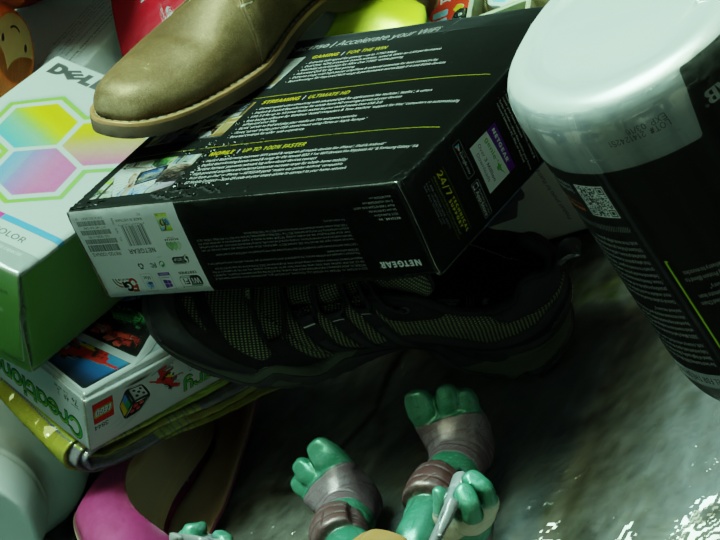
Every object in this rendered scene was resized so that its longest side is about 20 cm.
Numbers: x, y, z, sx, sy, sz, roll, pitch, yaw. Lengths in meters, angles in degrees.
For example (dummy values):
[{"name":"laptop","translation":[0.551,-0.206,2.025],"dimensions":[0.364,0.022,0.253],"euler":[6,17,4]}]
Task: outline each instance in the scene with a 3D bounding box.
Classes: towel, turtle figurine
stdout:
[{"name":"towel","translation":[-0.131,0.023,1.470],"dimensions":[0.143,0.023,0.200],"euler":[-26,43,-27]},{"name":"turtle figurine","translation":[-0.002,0.124,1.260],"dimensions":[0.149,0.101,0.200],"euler":[-10,20,15]}]

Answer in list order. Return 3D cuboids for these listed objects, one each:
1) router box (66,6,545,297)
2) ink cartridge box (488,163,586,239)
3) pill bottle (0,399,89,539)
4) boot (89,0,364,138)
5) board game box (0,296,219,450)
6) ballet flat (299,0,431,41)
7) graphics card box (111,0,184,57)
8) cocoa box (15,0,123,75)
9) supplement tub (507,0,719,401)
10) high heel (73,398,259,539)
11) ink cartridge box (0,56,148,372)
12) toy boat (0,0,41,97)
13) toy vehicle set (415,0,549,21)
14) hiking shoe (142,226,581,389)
[{"name":"router box","translation":[-0.011,-0.052,1.326],"dimensions":[0.199,0.051,0.149],"euler":[-4,31,41]},{"name":"ink cartridge box","translation":[0.064,-0.082,1.502],"dimensions":[0.199,0.084,0.145],"euler":[-17,35,31]},{"name":"pill bottle","translation":[-0.185,0.068,1.524],"dimensions":[0.111,0.111,0.201],"euler":[-23,32,22]},{"name":"boot","translation":[-0.059,-0.133,1.382],"dimensions":[0.073,0.076,0.200],"euler":[16,46,38]},{"name":"board game box","translation":[-0.140,0.001,1.451],"dimensions":[0.126,0.035,0.200],"euler":[-28,44,-29]},{"name":"ballet flat","translation":[-0.042,-0.104,1.473],"dimensions":[0.200,0.067,0.067],"euler":[-15,44,58]},{"name":"graphics card box","translation":[-0.019,-0.158,1.588],"dimensions":[0.199,0.051,0.125],"euler":[-6,-16,-32]},{"name":"cocoa box","translation":[-0.121,-0.102,1.682],"dimensions":[0.133,0.131,0.200],"euler":[4,48,52]},{"name":"supplement tub","translation":[0.155,-0.030,1.209],"dimensions":[0.122,0.200,0.123],"euler":[-26,29,16]},{"name":"high heel","translation":[-0.082,0.096,1.411],"dimensions":[0.096,0.067,0.200],"euler":[-42,24,12]},{"name":"ink cartridge box","translation":[-0.133,-0.043,1.428],"dimensions":[0.103,0.060,0.200],"euler":[22,44,30]},{"name":"toy boat","translation":[-0.196,-0.155,1.598],"dimensions":[0.200,0.130,0.132],"euler":[-19,68,55]},{"name":"toy vehicle set","translation":[0.081,-0.138,1.448],"dimensions":[0.124,0.027,0.201],"euler":[-20,35,26]},{"name":"hiking shoe","translation":[0.000,0.000,1.352],"dimensions":[0.199,0.101,0.076],"euler":[-2,58,-3]}]
